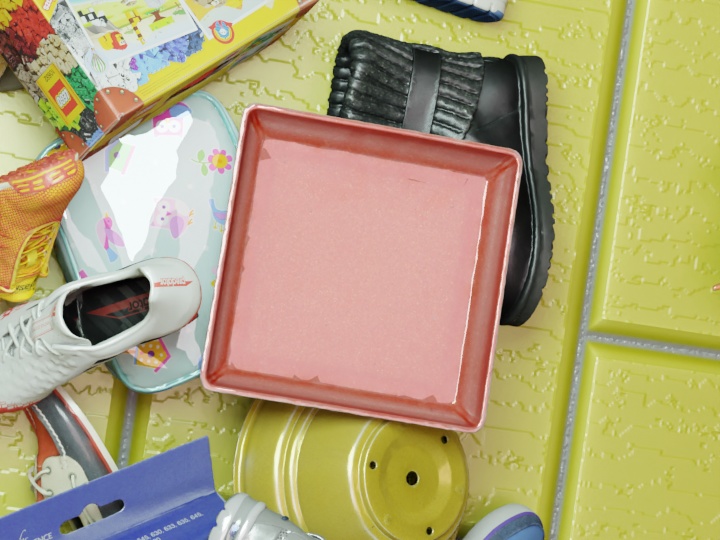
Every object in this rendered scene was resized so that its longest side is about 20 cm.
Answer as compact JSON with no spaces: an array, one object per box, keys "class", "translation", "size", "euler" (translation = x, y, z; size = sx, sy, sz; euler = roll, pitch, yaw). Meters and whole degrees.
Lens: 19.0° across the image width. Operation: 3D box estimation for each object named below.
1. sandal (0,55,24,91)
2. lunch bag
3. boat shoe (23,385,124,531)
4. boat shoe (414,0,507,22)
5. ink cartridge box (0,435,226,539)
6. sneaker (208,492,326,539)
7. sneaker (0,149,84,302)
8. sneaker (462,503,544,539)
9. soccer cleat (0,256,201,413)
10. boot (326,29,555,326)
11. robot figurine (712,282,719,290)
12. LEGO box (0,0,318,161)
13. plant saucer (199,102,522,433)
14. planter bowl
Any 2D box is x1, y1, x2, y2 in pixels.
[{"class":"sandal","translation":[-0.286,-0.152,1.479],"size":[0.199,0.054,0.080],"euler":[-3,122,-19]},{"class":"lunch bag","translation":[-0.132,-0.020,1.522],"size":[0.160,0.077,0.200],"euler":[-24,96,-13]},{"class":"boat shoe","translation":[-0.198,0.156,1.516],"size":[0.062,0.071,0.200],"euler":[-33,103,-12]},{"class":"boat shoe","translation":[0.019,-0.243,1.560],"size":[0.200,0.072,0.073],"euler":[18,82,-22]},{"class":"ink cartridge box","translation":[-0.165,0.240,1.475],"size":[0.197,0.047,0.200],"euler":[-21,120,-30]},{"class":"sneaker","translation":[-0.083,0.256,1.450],"size":[0.082,0.075,0.200],"euler":[18,96,10]},{"class":"sneaker","translation":[-0.227,-0.025,1.446],"size":[0.073,0.200,0.077],"euler":[-27,85,-33]},{"class":"sneaker","translation":[0.117,0.265,1.527],"size":[0.200,0.146,0.081],"euler":[-47,140,-31]},{"class":"soccer cleat","translation":[-0.200,0.042,1.430],"size":[0.200,0.085,0.069],"euler":[-22,79,16]},{"class":"boot","translation":[0.053,-0.066,1.559],"size":[0.157,0.079,0.212],"euler":[2,80,-20]},{"class":"robot figurine","translation":[0.356,-0.033,1.612],"size":[0.200,0.117,0.144],"euler":[-48,139,-8]},{"class":"LEGO box","translation":[-0.150,-0.189,1.455],"size":[0.200,0.077,0.149],"euler":[-37,91,-37]},{"class":"plant saucer","translation":[0.000,0.000,1.488],"size":[0.199,0.037,0.201],"euler":[10,82,-8]},{"class":"planter bowl","translation":[0.016,0.149,1.517],"size":[0.200,0.083,0.201],"euler":[7,78,-36]}]
